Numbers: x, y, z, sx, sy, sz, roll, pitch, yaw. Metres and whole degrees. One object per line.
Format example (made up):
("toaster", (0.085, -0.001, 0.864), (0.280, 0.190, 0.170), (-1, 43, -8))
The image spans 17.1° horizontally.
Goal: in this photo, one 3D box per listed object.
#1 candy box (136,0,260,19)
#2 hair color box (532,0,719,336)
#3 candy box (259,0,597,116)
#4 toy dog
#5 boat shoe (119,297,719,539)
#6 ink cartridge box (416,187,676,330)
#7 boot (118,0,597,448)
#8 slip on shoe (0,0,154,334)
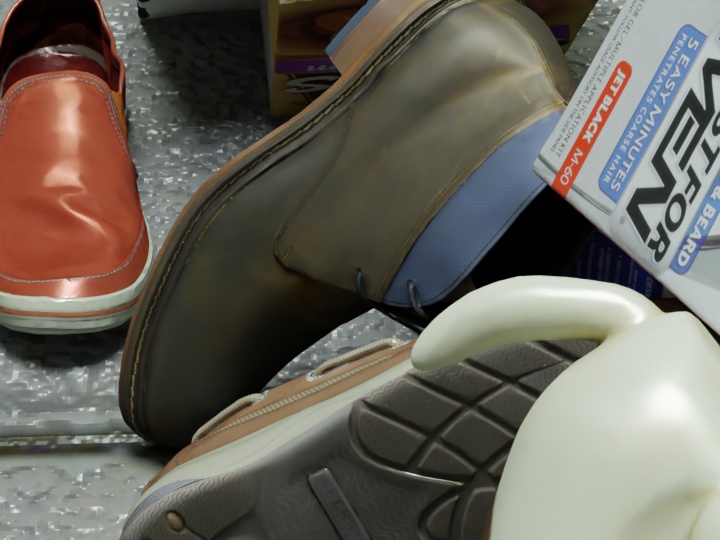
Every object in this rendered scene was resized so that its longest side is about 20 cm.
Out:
("candy box", (-0.013, -0.160, 0.976), (0.167, 0.072, 0.200), (-5, -5, -5))
("hair color box", (0.137, -0.024, 0.633), (0.064, 0.111, 0.200), (19, 16, -35))
("candy box", (0.022, -0.106, 0.906), (0.116, 0.057, 0.200), (-5, -6, -3))
("toy dog", (0.053, 0.120, 0.598), (0.194, 0.200, 0.140), (42, 4, -1))
("boat shoe", (0.018, 0.049, 0.741), (0.200, 0.076, 0.072), (-19, 22, 13))
("ink cartridge box", (0.071, 0.005, 0.813), (0.039, 0.100, 0.200), (-21, 41, -29))
("boot", (0.000, 0.000, 0.773), (0.075, 0.200, 0.097), (18, 24, -48))
("slip on shoe", (-0.118, -0.044, 0.921), (0.074, 0.061, 0.200), (-2, 37, -4))
